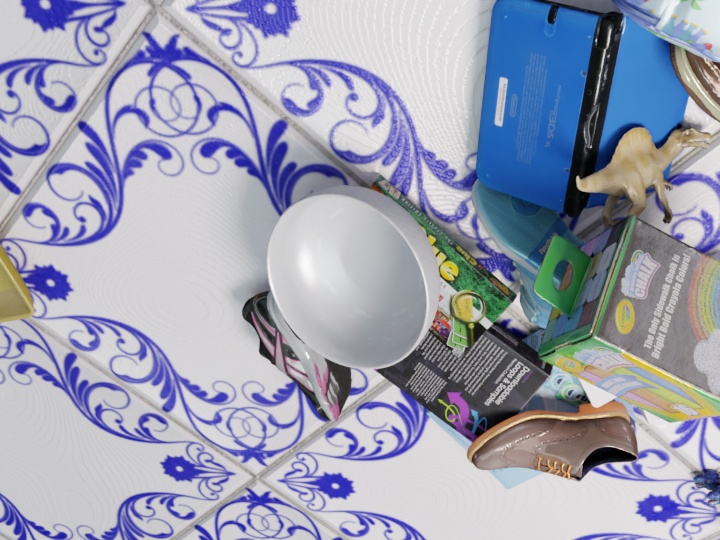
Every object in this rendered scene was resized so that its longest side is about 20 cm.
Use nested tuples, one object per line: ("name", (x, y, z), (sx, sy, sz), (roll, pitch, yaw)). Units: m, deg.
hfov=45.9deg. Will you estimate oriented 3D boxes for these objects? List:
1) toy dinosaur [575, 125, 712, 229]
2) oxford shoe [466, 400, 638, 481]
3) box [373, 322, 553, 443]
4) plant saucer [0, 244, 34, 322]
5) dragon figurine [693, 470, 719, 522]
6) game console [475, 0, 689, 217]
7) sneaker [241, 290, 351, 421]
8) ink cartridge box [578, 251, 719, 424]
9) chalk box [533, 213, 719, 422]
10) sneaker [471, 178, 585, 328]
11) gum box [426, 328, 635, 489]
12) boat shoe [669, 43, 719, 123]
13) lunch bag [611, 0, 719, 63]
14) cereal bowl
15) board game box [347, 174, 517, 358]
("toy dinosaur", (0.253, -0.083, 0.812), (0.058, 0.199, 0.102), (24, 129, 50))
("oxford shoe", (0.224, 0.208, 0.989), (0.198, 0.073, 0.072), (-14, 138, 2))
("box", (0.109, 0.107, 1.016), (0.199, 0.036, 0.144), (37, 122, 5))
("plant saucer", (-0.532, -0.019, 1.084), (0.198, 0.049, 0.201), (-9, 124, 18))
("dragon figurine", (0.529, 0.313, 1.099), (0.197, 0.059, 0.100), (8, 127, 8))
("game console", (0.218, -0.168, 0.827), (0.169, 0.118, 0.202), (23, 131, 27))
("sneaker", (-0.080, 0.101, 1.073), (0.086, 0.080, 0.202), (-9, 116, 32))
("ink cartridge box", (0.336, 0.084, 0.927), (0.199, 0.067, 0.116), (-30, 118, 6))
("chalk box", (0.250, 0.040, 0.790), (0.198, 0.125, 0.124), (27, 162, -3))
("sneaker", (0.184, -0.008, 0.927), (0.200, 0.079, 0.131), (48, 161, 10))
("gum box", (0.212, 0.176, 1.074), (0.199, 0.045, 0.170), (-35, 111, 31))
("boat shoe", (0.366, -0.164, 0.767), (0.201, 0.075, 0.075), (28, 148, -26))
("lunch bag", (0.302, -0.227, 0.690), (0.198, 0.161, 0.083), (23, 130, -3))
("cereal bowl", (0.000, 0.000, 0.921), (0.198, 0.083, 0.202), (12, 118, 24))
("board game box", (0.067, -0.002, 0.948), (0.200, 0.023, 0.105), (41, 124, 5))
